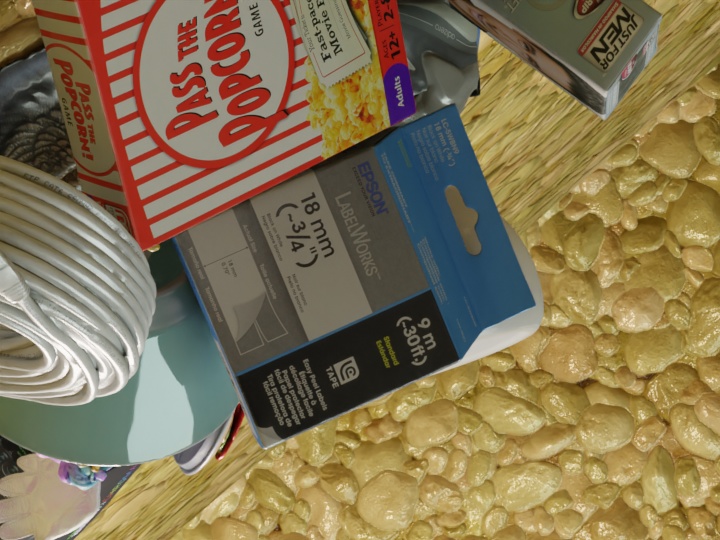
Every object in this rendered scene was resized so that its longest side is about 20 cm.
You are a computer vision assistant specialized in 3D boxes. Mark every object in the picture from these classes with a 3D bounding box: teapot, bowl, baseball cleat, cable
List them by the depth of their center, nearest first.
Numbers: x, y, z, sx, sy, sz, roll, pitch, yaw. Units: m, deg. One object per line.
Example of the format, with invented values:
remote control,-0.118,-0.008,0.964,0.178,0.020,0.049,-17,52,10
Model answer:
cable,-0.203,0.004,1.058,0.200,0.199,0.070,43,55,-51
bowl,-0.163,0.017,1.340,0.200,0.200,0.106,-34,151,-37
baseball cleat,0.003,-0.132,1.345,0.199,0.107,0.070,-8,177,-33
teapot,0.025,-0.003,1.418,0.196,0.147,0.200,-15,171,-18

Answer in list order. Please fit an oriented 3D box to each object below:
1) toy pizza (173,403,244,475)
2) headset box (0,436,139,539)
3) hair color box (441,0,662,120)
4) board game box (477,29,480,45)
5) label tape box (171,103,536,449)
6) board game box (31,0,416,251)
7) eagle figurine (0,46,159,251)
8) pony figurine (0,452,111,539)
toy pizza,-0.090,0.052,1.504,0.200,0.031,0.202,-162,-90,-75
headset box,-0.308,0.202,1.855,0.174,0.093,0.200,-48,169,34
hair color box,0.091,-0.183,1.301,0.061,0.199,0.099,-53,171,-1
board game box,-0.008,-0.150,1.419,0.200,0.039,0.159,-38,131,-14
label tape box,0.000,0.000,1.278,0.199,0.145,0.063,-24,-173,-6
board game box,-0.068,-0.119,1.096,0.199,0.153,0.046,-29,-151,-32
eagle figurine,-0.150,-0.072,1.186,0.198,0.151,0.153,-11,123,-4
pony figurine,-0.194,0.084,1.443,0.192,0.167,0.200,-14,-155,37
